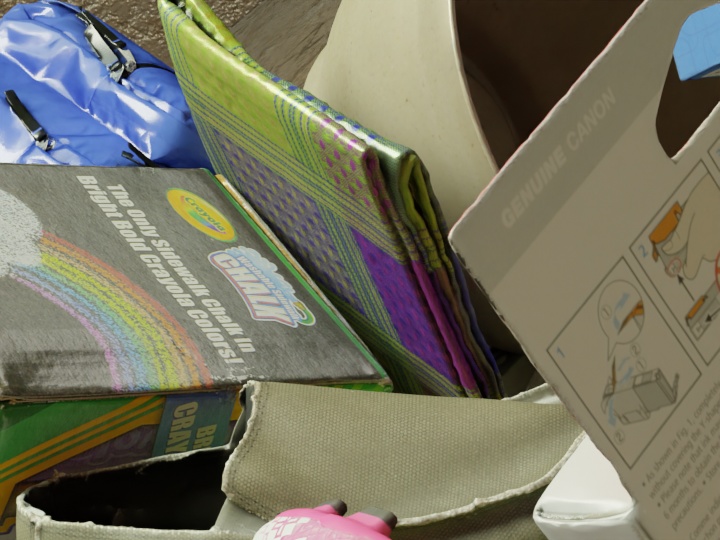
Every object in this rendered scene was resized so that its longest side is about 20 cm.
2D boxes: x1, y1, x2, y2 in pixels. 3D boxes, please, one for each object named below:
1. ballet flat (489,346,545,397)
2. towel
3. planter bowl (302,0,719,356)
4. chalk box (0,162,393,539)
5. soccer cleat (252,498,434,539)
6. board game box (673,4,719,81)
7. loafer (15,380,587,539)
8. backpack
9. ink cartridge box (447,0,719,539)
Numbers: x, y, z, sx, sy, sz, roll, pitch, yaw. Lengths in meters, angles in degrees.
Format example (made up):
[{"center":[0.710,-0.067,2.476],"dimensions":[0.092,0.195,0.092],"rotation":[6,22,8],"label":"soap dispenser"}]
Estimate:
[{"center":[0.029,0.069,0.993],"dimensions":[0.200,0.068,0.067],"rotation":[-46,29,-14],"label":"ballet flat"},{"center":[0.000,0.000,0.896],"dimensions":[0.023,0.200,0.144],"rotation":[-38,44,-15],"label":"towel"},{"center":[0.063,-0.054,0.945],"dimensions":[0.134,0.200,0.200],"rotation":[-20,24,47],"label":"planter bowl"},{"center":[-0.083,0.048,0.872],"dimensions":[0.199,0.125,0.124],"rotation":[1,-54,-42],"label":"chalk box"},{"center":[0.018,0.124,0.630],"dimensions":[0.086,0.070,0.200],"rotation":[-42,41,-15],"label":"soccer cleat"},{"center":[0.214,-0.109,0.816],"dimensions":[0.199,0.045,0.152],"rotation":[-9,-9,-33],"label":"board game box"},{"center":[-0.011,0.066,0.749],"dimensions":[0.199,0.070,0.075],"rotation":[-19,18,6],"label":"loafer"},{"center":[-0.120,-0.010,1.164],"dimensions":[0.168,0.200,0.162],"rotation":[-52,-32,5],"label":"backpack"},{"center":[0.110,-0.002,0.688],"dimensions":[0.043,0.174,0.200],"rotation":[-10,32,53],"label":"ink cartridge box"}]
